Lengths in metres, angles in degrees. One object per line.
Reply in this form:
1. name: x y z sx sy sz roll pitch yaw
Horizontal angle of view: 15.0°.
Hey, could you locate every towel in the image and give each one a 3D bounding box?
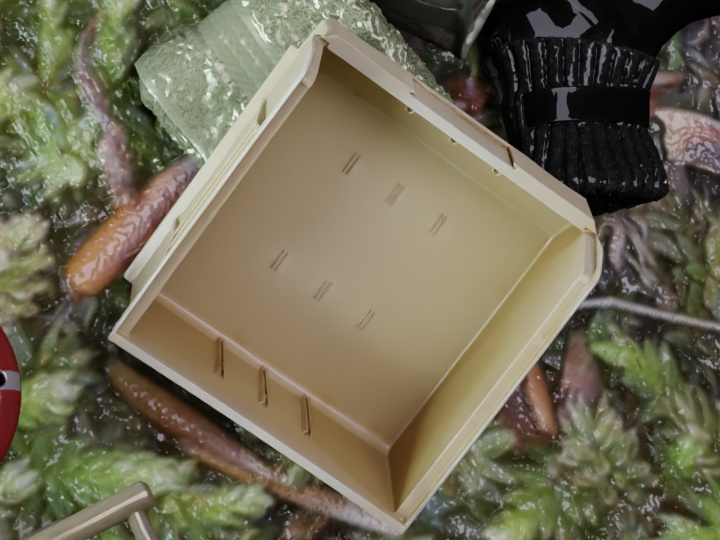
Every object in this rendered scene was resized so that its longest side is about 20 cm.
1. towel: -0.021 -0.077 1.560 0.148 0.036 0.200 -37 94 10

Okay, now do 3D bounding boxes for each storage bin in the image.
1. storage bin: 0.000 0.000 1.505 0.199 0.094 0.199 34 105 -13

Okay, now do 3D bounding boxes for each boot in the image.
1. boot: 0.173 -0.119 1.683 0.210 0.079 0.159 -13 75 -17

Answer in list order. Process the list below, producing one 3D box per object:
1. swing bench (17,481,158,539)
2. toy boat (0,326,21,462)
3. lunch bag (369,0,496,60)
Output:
1. swing bench: -0.168 0.246 1.392 0.199 0.130 0.200 -27 89 -29
2. toy boat: -0.267 0.061 1.392 0.199 0.131 0.132 -1 77 -26
3. lunch bag: 0.022 -0.235 1.549 0.163 0.200 0.118 26 63 6
